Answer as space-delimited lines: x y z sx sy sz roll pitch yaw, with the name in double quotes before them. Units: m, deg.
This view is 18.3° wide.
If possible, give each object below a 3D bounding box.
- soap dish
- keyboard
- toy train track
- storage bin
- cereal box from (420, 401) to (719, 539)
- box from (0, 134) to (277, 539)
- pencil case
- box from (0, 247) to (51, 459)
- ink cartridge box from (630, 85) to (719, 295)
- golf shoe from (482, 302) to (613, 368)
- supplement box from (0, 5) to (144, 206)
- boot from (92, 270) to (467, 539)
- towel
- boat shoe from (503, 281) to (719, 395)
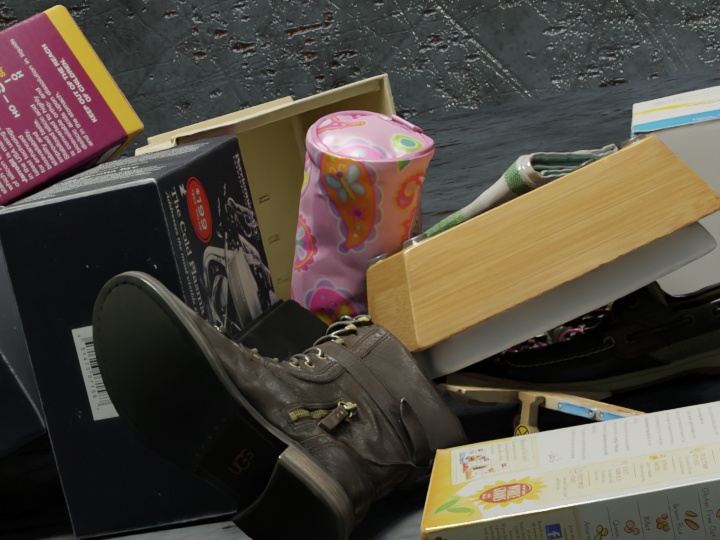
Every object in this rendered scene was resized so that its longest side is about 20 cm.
"soap dish" 0.101 -0.007 1.328 0.200 0.081 0.157 -25 0 -10
"keyboard" -0.024 0.078 1.303 0.021 0.127 0.200 -54 -4 19
"toy train track" 0.120 0.087 1.244 0.115 0.033 0.200 3 4 -38
"storage bin" -0.050 -0.020 1.592 0.094 0.200 0.198 -7 10 37
"cereal box" 0.133 0.105 1.086 0.200 0.040 0.144 -10 9 8
"box" -0.120 0.034 1.340 0.104 0.200 0.182 -11 9 13
"pencil case" 0.000 0.000 1.428 0.087 0.200 0.087 3 25 -1
"box" -0.269 0.073 1.389 0.200 0.118 0.197 -30 4 16
"ink cartridge box" 0.267 -0.048 1.532 0.144 0.147 0.200 -10 9 9
"golf shoe" 0.100 0.029 1.507 0.200 0.073 0.092 -4 10 41
"supplement box" -0.259 -0.068 1.416 0.200 0.103 0.131 -35 1 -44
"boot" -0.038 0.061 1.198 0.069 0.200 0.174 -42 -3 32
"towel" 0.075 -0.026 1.521 0.200 0.031 0.149 -32 -15 32
"boat shoe" 0.183 0.035 1.380 0.200 0.065 0.073 -11 9 3
